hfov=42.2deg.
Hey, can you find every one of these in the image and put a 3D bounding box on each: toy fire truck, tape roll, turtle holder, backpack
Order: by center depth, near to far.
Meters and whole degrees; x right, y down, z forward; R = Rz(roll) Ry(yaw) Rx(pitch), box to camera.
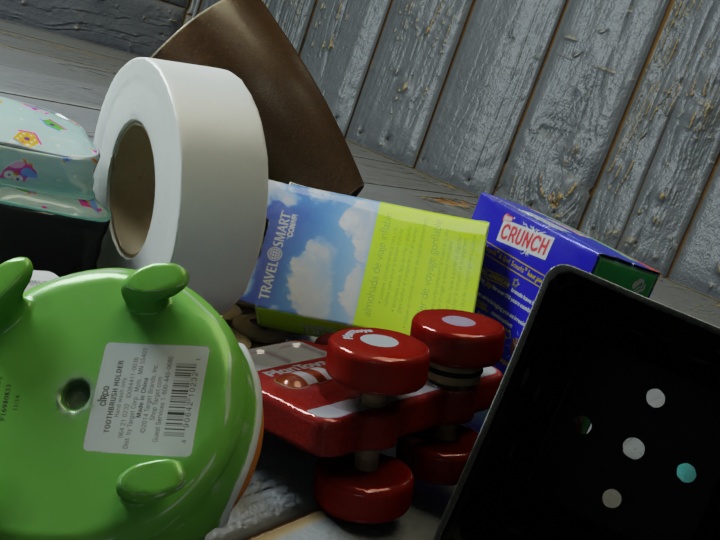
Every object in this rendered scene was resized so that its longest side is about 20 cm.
[{"bbox_3d":[-0.135,0.084,0.451,0.141,0.185,0.132,63,-4,28],"label":"turtle holder"},{"bbox_3d":[-0.001,0.080,0.663,0.167,0.113,0.199,19,19,40],"label":"toy fire truck"},{"bbox_3d":[-0.148,-0.062,0.731,0.070,0.204,0.202,0,21,-33],"label":"tape roll"},{"bbox_3d":[-0.299,-0.061,0.737,0.175,0.154,0.200,6,11,-31],"label":"backpack"}]

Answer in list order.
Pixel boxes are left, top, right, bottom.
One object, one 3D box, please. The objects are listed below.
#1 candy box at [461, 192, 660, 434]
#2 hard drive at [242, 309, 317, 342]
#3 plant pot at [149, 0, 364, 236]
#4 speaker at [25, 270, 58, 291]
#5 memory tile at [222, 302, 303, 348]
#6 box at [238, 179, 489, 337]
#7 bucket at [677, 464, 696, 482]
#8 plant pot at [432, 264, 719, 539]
[{"bbox_3d":[0.140,0.055,0.810,0.077,0.201,0.169,12,15,-31],"label":"candy box"},{"bbox_3d":[-0.023,0.085,0.827,0.131,0.026,0.200,10,16,-39],"label":"hard drive"},{"bbox_3d":[-0.096,-0.122,0.886,0.200,0.187,0.187,47,14,0],"label":"plant pot"},{"bbox_3d":[-0.268,0.034,0.530,0.081,0.082,0.199,30,16,37],"label":"speaker"},{"bbox_3d":[-0.141,0.037,0.792,0.153,0.017,0.200,23,20,26],"label":"memory tile"},{"bbox_3d":[0.000,0.000,0.782,0.199,0.123,0.048,11,-26,3],"label":"box"},{"bbox_3d":[0.412,0.170,0.903,0.206,0.135,0.207,20,13,-5],"label":"bucket"},{"bbox_3d":[0.186,0.129,0.629,0.199,0.201,0.177,23,1,14],"label":"plant pot"}]
